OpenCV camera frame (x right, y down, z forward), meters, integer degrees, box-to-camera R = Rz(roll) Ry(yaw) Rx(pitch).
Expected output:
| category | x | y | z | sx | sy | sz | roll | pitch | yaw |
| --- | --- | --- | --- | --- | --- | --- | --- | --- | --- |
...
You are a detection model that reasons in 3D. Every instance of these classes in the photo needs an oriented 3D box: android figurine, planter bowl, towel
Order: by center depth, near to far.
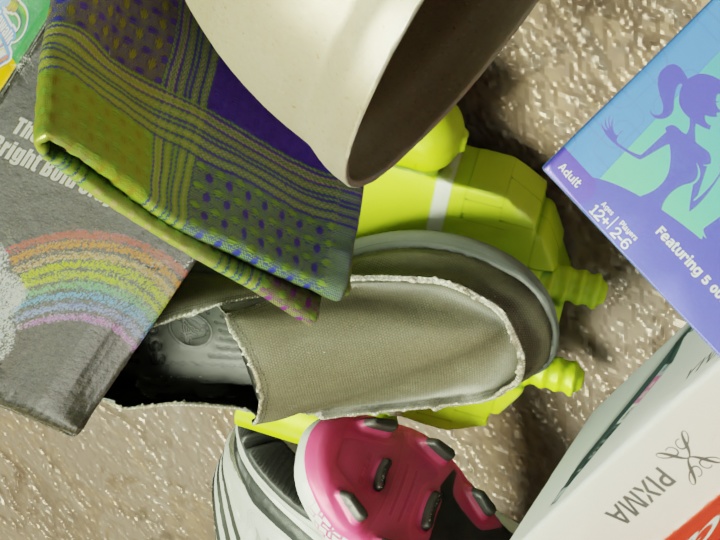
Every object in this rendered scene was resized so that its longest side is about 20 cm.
| category | x | y | z | sx | sy | sz | roll | pitch | yaw |
| --- | --- | --- | --- | --- | --- | --- | --- | --- | --- |
| planter bowl | 0.003 | -0.148 | 0.869 | 0.135 | 0.200 | 0.201 | 37 | 139 | 7 |
| towel | -0.045 | -0.096 | 0.935 | 0.143 | 0.201 | 0.023 | 32 | 143 | -32 |
| android figurine | 0.000 | 0.000 | 1.069 | 0.199 | 0.041 | 0.183 | 17 | 127 | 4 |

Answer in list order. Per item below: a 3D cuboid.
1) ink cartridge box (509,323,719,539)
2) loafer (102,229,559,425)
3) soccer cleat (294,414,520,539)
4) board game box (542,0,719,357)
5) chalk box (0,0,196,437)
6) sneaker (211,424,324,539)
| category | x | y | z | sx | sy | sz | roll | pitch | yaw |
| --- | --- | --- | --- | --- | --- | --- | --- | --- | --- |
| ink cartridge box | 0.111 | 0.076 | 0.966 | 0.044 | 0.174 | 0.200 | 39 | 140 | -1 |
| loafer | -0.021 | 0.033 | 1.028 | 0.199 | 0.070 | 0.075 | -3 | 123 | 21 |
| soccer cleat | 0.036 | 0.128 | 1.106 | 0.200 | 0.070 | 0.086 | 33 | 145 | -27 |
| board game box | 0.181 | -0.048 | 0.831 | 0.152 | 0.045 | 0.200 | 46 | 106 | 6 |
| chalk box | -0.120 | -0.064 | 0.991 | 0.200 | 0.124 | 0.124 | -55 | 43 | 9 |
| sneaker | 0.003 | 0.151 | 1.221 | 0.201 | 0.076 | 0.115 | 52 | 150 | 11 |
